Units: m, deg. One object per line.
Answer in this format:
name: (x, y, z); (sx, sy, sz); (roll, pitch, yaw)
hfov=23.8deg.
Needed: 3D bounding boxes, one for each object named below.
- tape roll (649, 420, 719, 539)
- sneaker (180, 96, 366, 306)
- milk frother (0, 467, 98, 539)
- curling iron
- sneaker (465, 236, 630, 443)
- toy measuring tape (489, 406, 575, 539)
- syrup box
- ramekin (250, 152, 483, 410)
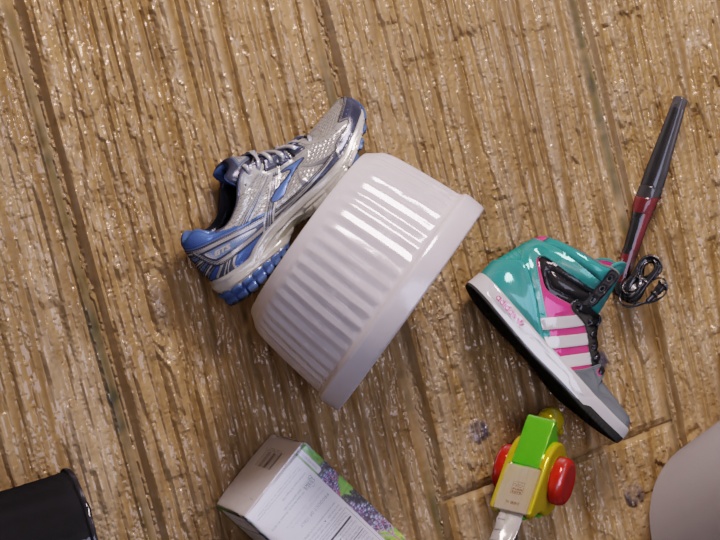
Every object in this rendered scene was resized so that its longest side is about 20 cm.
tape roll: (0.373, 0.216, 1.505); (0.201, 0.139, 0.204); (10, 61, -18)
sneaker: (-0.071, -0.072, 1.398); (0.085, 0.077, 0.200); (40, 76, -13)
milk frother: (-0.273, 0.261, 1.252); (0.187, 0.200, 0.182); (-14, 99, -21)
curling iron: (0.270, -0.061, 1.557); (0.049, 0.026, 0.201); (11, 81, 16)
sneaker: (0.197, 0.046, 1.505); (0.121, 0.084, 0.200); (-43, 104, -6)
toy measuring tape: (0.138, 0.211, 1.476); (0.073, 0.073, 0.201); (31, 66, -19)
syrup box: (-0.016, 0.232, 1.418); (0.200, 0.079, 0.082); (44, 75, -16)
ramekin: (0.000, 0.000, 1.363); (0.105, 0.200, 0.201); (37, 77, 1)
